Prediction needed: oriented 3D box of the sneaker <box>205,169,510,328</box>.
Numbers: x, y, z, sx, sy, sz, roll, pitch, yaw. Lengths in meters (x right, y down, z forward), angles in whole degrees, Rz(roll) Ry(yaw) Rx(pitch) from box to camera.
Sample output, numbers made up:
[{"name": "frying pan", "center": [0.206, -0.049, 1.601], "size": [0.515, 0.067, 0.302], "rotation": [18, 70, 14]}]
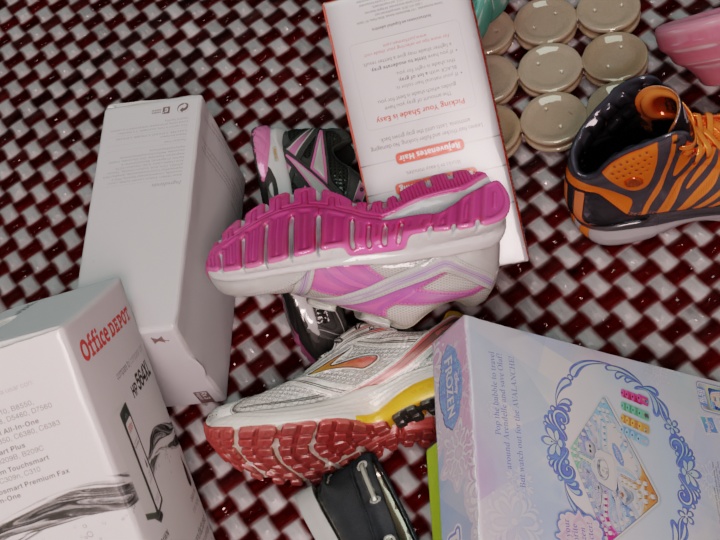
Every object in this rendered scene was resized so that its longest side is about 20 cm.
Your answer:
[{"name": "sneaker", "center": [0.000, 0.000, 0.781], "size": [0.200, 0.088, 0.081], "rotation": [-5, 35, 12]}]

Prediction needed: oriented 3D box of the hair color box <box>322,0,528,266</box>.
[{"name": "hair color box", "center": [0.047, -0.095, 0.844], "size": [0.101, 0.061, 0.200], "rotation": [-12, 92, 8]}]

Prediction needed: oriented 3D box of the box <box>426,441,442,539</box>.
[{"name": "box", "center": [0.104, 0.191, 0.684], "size": [0.122, 0.048, 0.200], "rotation": [12, 54, -21]}]

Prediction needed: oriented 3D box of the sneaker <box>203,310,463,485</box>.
[{"name": "sneaker", "center": [-0.005, 0.083, 0.808], "size": [0.200, 0.078, 0.082], "rotation": [-13, 51, -4]}]

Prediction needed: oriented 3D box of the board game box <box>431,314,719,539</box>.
[{"name": "board game box", "center": [0.137, 0.140, 0.674], "size": [0.199, 0.043, 0.200], "rotation": [16, 54, -23]}]

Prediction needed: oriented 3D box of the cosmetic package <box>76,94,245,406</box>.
[{"name": "cosmetic package", "center": [-0.140, -0.013, 0.879], "size": [0.081, 0.113, 0.200], "rotation": [-5, 55, 12]}]

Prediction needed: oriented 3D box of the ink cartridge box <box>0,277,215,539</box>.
[{"name": "ink cartridge box", "center": [-0.161, 0.119, 0.722], "size": [0.084, 0.146, 0.200], "rotation": [-17, 100, 4]}]

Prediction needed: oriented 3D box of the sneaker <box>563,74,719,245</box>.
[{"name": "sneaker", "center": [0.233, -0.084, 0.815], "size": [0.200, 0.112, 0.078], "rotation": [-20, 56, 3]}]

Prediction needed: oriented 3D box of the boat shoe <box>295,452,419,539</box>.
[{"name": "boat shoe", "center": [0.030, 0.191, 0.722], "size": [0.060, 0.076, 0.200], "rotation": [-36, 57, -1]}]

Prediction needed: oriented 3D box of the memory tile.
[{"name": "memory tile", "center": [0.122, -0.148, 0.945], "size": [0.200, 0.017, 0.154], "rotation": [-8, 56, 11]}]

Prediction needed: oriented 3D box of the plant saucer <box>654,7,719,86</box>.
[{"name": "plant saucer", "center": [0.304, -0.168, 0.829], "size": [0.200, 0.201, 0.051], "rotation": [-15, 99, 6]}]

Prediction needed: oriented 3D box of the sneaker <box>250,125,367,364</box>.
[{"name": "sneaker", "center": [-0.024, -0.032, 0.880], "size": [0.086, 0.080, 0.200], "rotation": [-11, 61, -4]}]

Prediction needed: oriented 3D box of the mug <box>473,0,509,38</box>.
[{"name": "mug", "center": [0.063, -0.241, 0.932], "size": [0.114, 0.152, 0.185], "rotation": [-7, 100, 10]}]
